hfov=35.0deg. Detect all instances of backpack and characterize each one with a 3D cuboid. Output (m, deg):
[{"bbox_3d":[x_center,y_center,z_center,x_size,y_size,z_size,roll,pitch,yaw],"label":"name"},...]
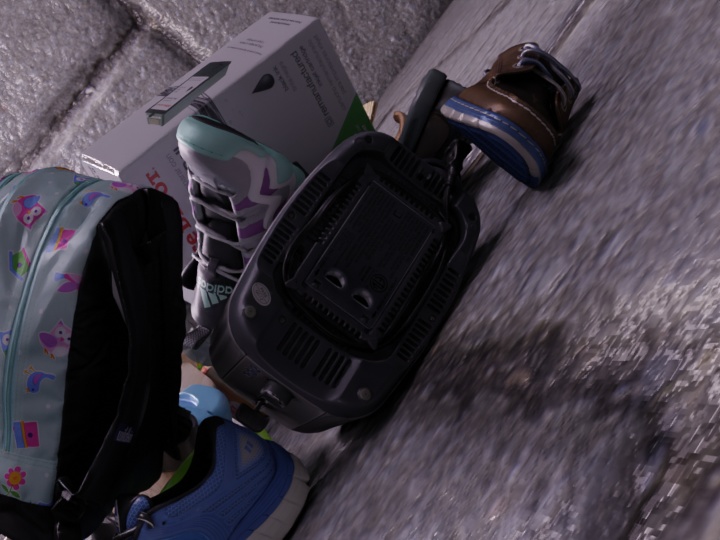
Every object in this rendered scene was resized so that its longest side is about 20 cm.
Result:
[{"bbox_3d":[-0.173,0.042,0.674,0.167,0.125,0.202,-50,-33,-74],"label":"backpack"}]

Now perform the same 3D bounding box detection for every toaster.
[{"bbox_3d":[-0.012,0.008,0.703,0.201,0.113,0.129,-58,7,-26],"label":"toaster"}]

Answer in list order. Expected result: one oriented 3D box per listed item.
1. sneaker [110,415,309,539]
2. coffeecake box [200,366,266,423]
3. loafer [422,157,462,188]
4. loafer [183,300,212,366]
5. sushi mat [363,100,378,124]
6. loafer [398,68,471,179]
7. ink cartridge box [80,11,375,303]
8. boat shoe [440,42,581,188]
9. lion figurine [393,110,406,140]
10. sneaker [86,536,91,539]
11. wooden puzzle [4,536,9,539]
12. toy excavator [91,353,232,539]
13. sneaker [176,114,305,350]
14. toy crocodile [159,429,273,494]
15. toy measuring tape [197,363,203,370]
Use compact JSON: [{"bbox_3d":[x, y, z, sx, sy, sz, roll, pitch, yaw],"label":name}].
[{"bbox_3d":[-0.115,0.169,0.633,0.078,0.089,0.201,-20,34,58],"label":"sneaker"},{"bbox_3d":[-0.054,0.026,1.035,0.200,0.073,0.154,-48,11,37],"label":"coffeecake box"},{"bbox_3d":[0.000,0.000,0.851,0.200,0.072,0.063,-48,11,13],"label":"loafer"},{"bbox_3d":[-0.110,-0.008,0.986,0.070,0.069,0.201,-47,13,45],"label":"loafer"},{"bbox_3d":[-0.027,-0.071,1.172,0.095,0.012,0.202,-2,75,57],"label":"sushi mat"},{"bbox_3d":[0.056,-0.078,0.908,0.200,0.062,0.072,105,-172,-63],"label":"loafer"},{"bbox_3d":[-0.093,-0.085,0.895,0.200,0.147,0.084,-41,33,-18],"label":"ink cartridge box"},{"bbox_3d":[0.096,-0.105,0.715,0.073,0.072,0.200,-50,7,8],"label":"boat shoe"},{"bbox_3d":[0.018,-0.092,1.177,0.123,0.072,0.200,-64,15,-17],"label":"lion figurine"},{"bbox_3d":[-0.198,0.215,0.980,0.089,0.078,0.201,-40,15,51],"label":"sneaker"},{"bbox_3d":[-0.258,0.165,1.035,0.201,0.046,0.185,-62,-4,-3],"label":"wooden puzzle"},{"bbox_3d":[-0.146,0.126,0.905,0.193,0.101,0.200,5,21,33],"label":"toy excavator"},{"bbox_3d":[-0.091,-0.013,0.779,0.141,0.077,0.200,-60,-26,-5],"label":"sneaker"},{"bbox_3d":[-0.115,0.181,0.713,0.201,0.067,0.062,-53,0,-23],"label":"toy crocodile"},{"bbox_3d":[-0.164,0.078,1.139,0.074,0.073,0.200,-51,23,6],"label":"toy measuring tape"}]
